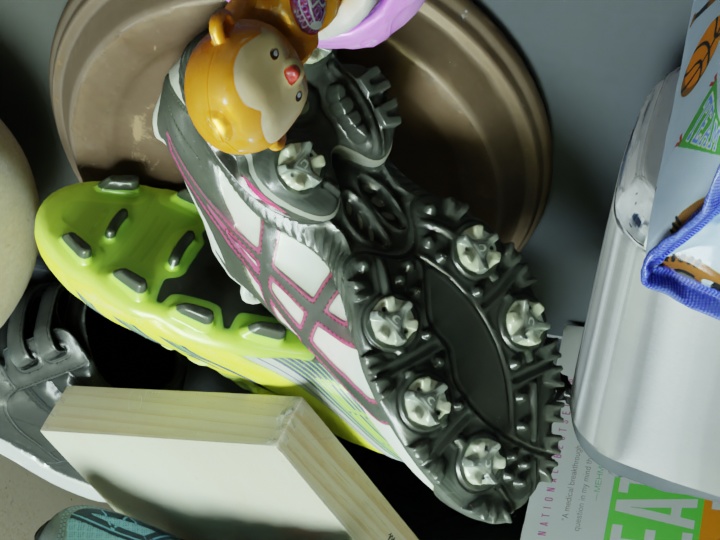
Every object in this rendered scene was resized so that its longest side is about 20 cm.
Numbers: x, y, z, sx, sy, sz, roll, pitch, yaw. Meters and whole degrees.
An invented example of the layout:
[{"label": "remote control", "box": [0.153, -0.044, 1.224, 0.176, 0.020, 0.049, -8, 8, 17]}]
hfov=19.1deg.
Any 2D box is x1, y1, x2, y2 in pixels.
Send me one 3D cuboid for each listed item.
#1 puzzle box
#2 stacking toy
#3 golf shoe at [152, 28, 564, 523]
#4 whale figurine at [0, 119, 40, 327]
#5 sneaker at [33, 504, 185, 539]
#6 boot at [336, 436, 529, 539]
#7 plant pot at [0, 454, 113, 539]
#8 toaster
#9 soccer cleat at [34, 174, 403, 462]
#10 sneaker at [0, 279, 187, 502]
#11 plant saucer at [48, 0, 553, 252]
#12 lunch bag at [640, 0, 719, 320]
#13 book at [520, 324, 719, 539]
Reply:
[{"label": "puzzle box", "box": [-0.027, 0.120, 0.877, 0.133, 0.025, 0.200, 0, 139, 40]}, {"label": "stacking toy", "box": [-0.011, -0.107, 0.612, 0.109, 0.200, 0.116, -5, 132, 24]}, {"label": "golf shoe", "box": [0.000, 0.000, 0.757, 0.200, 0.077, 0.088, 58, 150, -5]}, {"label": "whale figurine", "box": [-0.224, -0.006, 0.815, 0.104, 0.199, 0.159, 46, 159, 40]}, {"label": "sneaker", "box": [-0.033, 0.132, 0.825, 0.199, 0.079, 0.096, 26, 127, 8]}, {"label": "boot", "box": [0.062, 0.158, 0.956, 0.199, 0.077, 0.169, 6, 133, 3]}, {"label": "plant pot", "box": [-0.232, 0.178, 1.005, 0.199, 0.177, 0.200, -15, 128, 31]}, {"label": "toaster", "box": [0.155, 0.009, 0.747, 0.199, 0.114, 0.130, 13, 134, 11]}, {"label": "soccer cleat", "box": [-0.036, 0.028, 0.824, 0.199, 0.065, 0.084, 22, 142, -5]}, {"label": "sneaker", "box": [-0.162, 0.026, 0.905, 0.199, 0.071, 0.099, 23, 136, -14]}, {"label": "plant saucer", "box": [-0.027, -0.046, 0.811, 0.199, 0.030, 0.201, 9, 136, 9]}, {"label": "lunch bag", "box": [0.202, -0.045, 0.630, 0.199, 0.170, 0.124, 25, 139, -6]}, {"label": "book", "box": [0.166, 0.094, 0.813, 0.199, 0.134, 0.048, 5, 136, 13]}]
